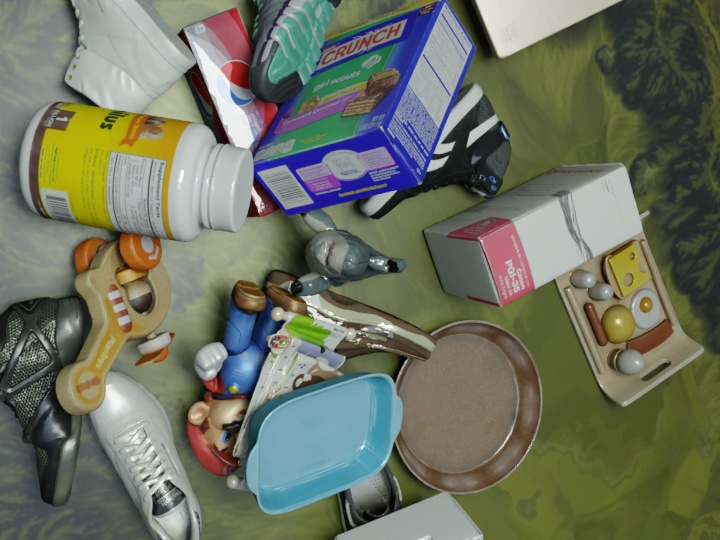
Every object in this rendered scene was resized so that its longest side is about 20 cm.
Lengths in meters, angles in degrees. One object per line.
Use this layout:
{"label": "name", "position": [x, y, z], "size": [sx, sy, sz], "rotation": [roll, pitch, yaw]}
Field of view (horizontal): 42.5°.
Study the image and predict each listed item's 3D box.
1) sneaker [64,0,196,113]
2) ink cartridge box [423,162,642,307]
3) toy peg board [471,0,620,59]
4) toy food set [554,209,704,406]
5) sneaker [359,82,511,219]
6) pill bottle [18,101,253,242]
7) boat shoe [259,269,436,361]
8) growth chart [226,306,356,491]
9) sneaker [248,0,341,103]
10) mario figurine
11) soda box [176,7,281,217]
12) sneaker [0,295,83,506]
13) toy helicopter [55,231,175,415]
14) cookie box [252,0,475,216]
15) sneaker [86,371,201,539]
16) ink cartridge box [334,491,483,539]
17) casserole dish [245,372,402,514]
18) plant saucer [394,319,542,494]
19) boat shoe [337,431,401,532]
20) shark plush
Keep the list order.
{"label": "sneaker", "position": [-0.263, -0.237, 0.896], "size": [0.115, 0.074, 0.201], "rotation": [-42, 84, 13]}
{"label": "ink cartridge box", "position": [0.193, -0.044, 1.041], "size": [0.198, 0.146, 0.084], "rotation": [-25, 103, -17]}
{"label": "toy peg board", "position": [0.198, -0.376, 1.063], "size": [0.197, 0.098, 0.203], "rotation": [-26, 102, -1]}
{"label": "toy food set", "position": [0.337, 0.046, 1.147], "size": [0.142, 0.060, 0.202], "rotation": [-29, 103, -16]}
{"label": "sneaker", "position": [0.098, -0.105, 1.040], "size": [0.200, 0.073, 0.112], "rotation": [-47, 106, -13]}
{"label": "pill bottle", "position": [-0.203, -0.089, 0.858], "size": [0.196, 0.109, 0.111], "rotation": [10, 90, 5]}
{"label": "boat shoe", "position": [-0.018, 0.068, 1.013], "size": [0.199, 0.075, 0.076], "rotation": [22, 89, -7]}
{"label": "growth chart", "position": [-0.066, 0.140, 0.944], "size": [0.144, 0.018, 0.203], "rotation": [11, 98, -48]}
{"label": "sneaker", "position": [-0.083, -0.248, 0.937], "size": [0.202, 0.086, 0.075], "rotation": [-67, 151, -30]}
{"label": "mario figurine", "position": [-0.111, 0.121, 0.939], "size": [0.121, 0.106, 0.203], "rotation": [18, 103, -3]}
{"label": "soda box", "position": [-0.123, -0.159, 0.956], "size": [0.063, 0.070, 0.203], "rotation": [-26, 102, -19]}
{"label": "sneaker", "position": [-0.326, 0.128, 0.899], "size": [0.112, 0.076, 0.204], "rotation": [-1, 91, -18]}
{"label": "toy helicopter", "position": [-0.232, 0.060, 0.889], "size": [0.133, 0.078, 0.202], "rotation": [57, 31, -33]}
{"label": "cookie box", "position": [0.004, -0.163, 0.909], "size": [0.075, 0.169, 0.202], "rotation": [51, 46, -33]}
{"label": "sneaker", "position": [-0.215, 0.194, 0.941], "size": [0.076, 0.080, 0.202], "rotation": [-30, 102, -14]}
{"label": "ink cartridge box", "position": [0.059, 0.365, 1.020], "size": [0.143, 0.084, 0.203], "rotation": [-17, 119, -18]}
{"label": "casserole dish", "position": [-0.041, 0.166, 0.931], "size": [0.198, 0.039, 0.123], "rotation": [-12, 113, -38]}
{"label": "plant saucer", "position": [0.121, 0.158, 1.088], "size": [0.197, 0.034, 0.204], "rotation": [-1, 93, -19]}
{"label": "boat shoe", "position": [0.015, 0.262, 1.041], "size": [0.073, 0.060, 0.203], "rotation": [-20, 100, -19]}
{"label": "shark plush", "position": [0.000, 0.000, 0.969], "size": [0.200, 0.082, 0.093], "rotation": [33, 65, -60]}
